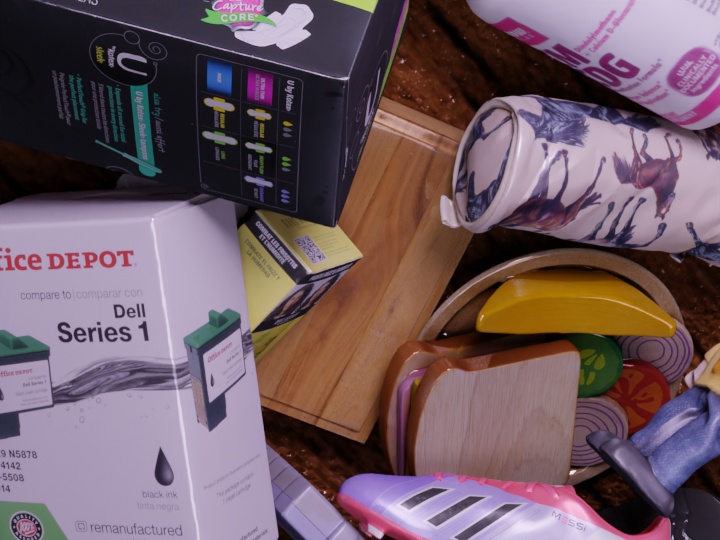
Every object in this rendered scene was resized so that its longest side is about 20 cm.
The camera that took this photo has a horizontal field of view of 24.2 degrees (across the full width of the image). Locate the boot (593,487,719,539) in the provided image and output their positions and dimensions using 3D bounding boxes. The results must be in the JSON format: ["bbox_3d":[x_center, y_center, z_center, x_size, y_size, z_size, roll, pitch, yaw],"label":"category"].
[{"bbox_3d":[0.152,0.190,1.083,0.199,0.138,0.078,-8,76,20],"label":"boot"}]

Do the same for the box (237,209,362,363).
[{"bbox_3d":[-0.091,0.043,0.976,0.200,0.075,0.050,-44,79,23],"label":"box"}]

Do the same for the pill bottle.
[{"bbox_3d":[0.127,-0.168,0.910,0.199,0.113,0.114,26,109,-15],"label":"pill bottle"}]

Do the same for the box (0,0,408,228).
[{"bbox_3d":[-0.083,-0.134,0.834,0.199,0.149,0.125,14,148,6],"label":"box"}]

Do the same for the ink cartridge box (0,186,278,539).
[{"bbox_3d":[-0.135,0.061,0.908,0.145,0.084,0.201,-3,101,27],"label":"ink cartridge box"}]

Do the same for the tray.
[{"bbox_3d":[0.000,0.000,1.012,0.098,0.037,0.201,21,109,-15],"label":"tray"}]

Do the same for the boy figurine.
[{"bbox_3d":[0.227,0.056,0.974,0.200,0.124,0.064,-44,95,2],"label":"boy figurine"}]

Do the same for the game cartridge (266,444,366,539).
[{"bbox_3d":[0.003,0.190,1.043,0.038,0.130,0.200,-44,111,-4],"label":"game cartridge"}]

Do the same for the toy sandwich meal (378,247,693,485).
[{"bbox_3d":[0.111,0.076,1.020,0.204,0.070,0.206,-7,123,-10],"label":"toy sandwich meal"}]

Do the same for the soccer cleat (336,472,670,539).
[{"bbox_3d":[0.085,0.148,0.978,0.199,0.067,0.077,21,81,-4],"label":"soccer cleat"}]

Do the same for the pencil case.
[{"bbox_3d":[0.146,-0.047,0.962,0.199,0.078,0.090,7,123,-23],"label":"pencil case"}]

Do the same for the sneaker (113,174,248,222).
[{"bbox_3d":[-0.095,-0.038,0.967,0.080,0.076,0.200,-12,143,-48],"label":"sneaker"}]
